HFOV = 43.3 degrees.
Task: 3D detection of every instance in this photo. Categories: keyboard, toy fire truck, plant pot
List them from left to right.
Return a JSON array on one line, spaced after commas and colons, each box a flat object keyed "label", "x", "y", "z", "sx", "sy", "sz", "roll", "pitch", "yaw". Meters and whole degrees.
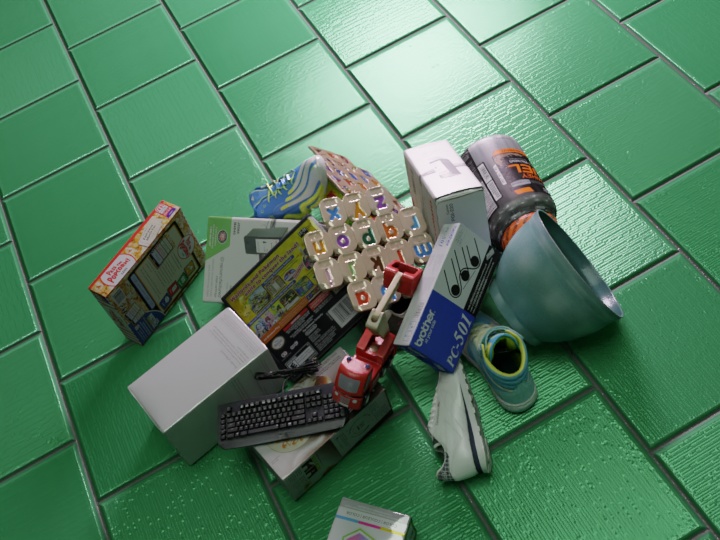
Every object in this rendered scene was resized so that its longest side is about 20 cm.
[{"label": "keyboard", "x": -0.115, "y": 0.190, "z": 1.338, "sx": 0.198, "sy": 0.021, "sz": 0.128, "roll": -12, "pitch": 51, "yaw": 7}, {"label": "toy fire truck", "x": 0.025, "y": 0.090, "z": 1.311, "sx": 0.048, "sy": 0.142, "sz": 0.200, "roll": 20, "pitch": 37, "yaw": 15}, {"label": "plant pot", "x": 0.278, "y": 0.028, "z": 1.363, "sx": 0.134, "sy": 0.200, "sz": 0.201, "roll": -39, "pitch": 50, "yaw": 18}]

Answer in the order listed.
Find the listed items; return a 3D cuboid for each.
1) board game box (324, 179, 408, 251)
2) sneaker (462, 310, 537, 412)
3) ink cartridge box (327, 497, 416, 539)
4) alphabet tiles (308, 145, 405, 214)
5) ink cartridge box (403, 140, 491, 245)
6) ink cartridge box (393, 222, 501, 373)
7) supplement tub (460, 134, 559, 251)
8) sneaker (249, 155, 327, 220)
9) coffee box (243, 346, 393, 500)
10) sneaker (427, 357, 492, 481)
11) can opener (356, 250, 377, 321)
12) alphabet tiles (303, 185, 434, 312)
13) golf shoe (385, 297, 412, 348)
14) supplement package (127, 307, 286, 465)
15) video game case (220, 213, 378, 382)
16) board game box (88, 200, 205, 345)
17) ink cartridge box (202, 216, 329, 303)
[{"label": "board game box", "x": -0.006, "y": -0.103, "z": 1.561, "sx": 0.200, "sy": 0.101, "sz": 0.048, "roll": 50, "pitch": 119, "yaw": 40}, {"label": "sneaker", "x": 0.194, "y": 0.102, "z": 1.351, "sx": 0.079, "sy": 0.131, "sz": 0.200, "roll": -31, "pitch": 53, "yaw": -7}, {"label": "ink cartridge box", "x": -0.005, "y": 0.418, "z": 1.218, "sx": 0.103, "sy": 0.059, "sz": 0.201, "roll": 10, "pitch": 58, "yaw": 21}, {"label": "alphabet tiles", "x": -0.007, "y": -0.154, "z": 1.588, "sx": 0.200, "sy": 0.167, "sz": 0.008, "roll": 48, "pitch": 114, "yaw": 36}, {"label": "ink cartridge box", "x": 0.140, "y": -0.104, "z": 1.468, "sx": 0.084, "sy": 0.147, "sz": 0.200, "roll": -15, "pitch": 31, "yaw": -3}, {"label": "ink cartridge box", "x": 0.130, "y": 0.040, "z": 1.342, "sx": 0.044, "sy": 0.094, "sz": 0.201, "roll": -1, "pitch": 61, "yaw": 58}, {"label": "supplement tub", "x": 0.246, "y": -0.120, "z": 1.505, "sx": 0.122, "sy": 0.123, "sz": 0.201, "roll": -21, "pitch": 53, "yaw": -1}, {"label": "sneaker", "x": -0.128, "y": -0.126, "z": 1.542, "sx": 0.104, "sy": 0.200, "sz": 0.076, "roll": -5, "pitch": 64, "yaw": -25}, {"label": "coffee box", "x": -0.063, "y": 0.227, "z": 1.359, "sx": 0.200, "sy": 0.080, "sz": 0.114, "roll": -39, "pitch": 54, "yaw": -14}, {"label": "sneaker", "x": 0.133, "y": 0.210, "z": 1.330, "sx": 0.080, "sy": 0.077, "sz": 0.201, "roll": -19, "pitch": 50, "yaw": 13}, {"label": "can opener", "x": 0.000, "y": 0.000, "z": 1.509, "sx": 0.078, "sy": 0.064, "sz": 0.201, "roll": -15, "pitch": 44, "yaw": 3}, {"label": "alphabet tiles", "x": 0.016, "y": -0.035, "z": 1.423, "sx": 0.198, "sy": 0.015, "sz": 0.197, "roll": -15, "pitch": 69, "yaw": -15}, {"label": "golf shoe", "x": 0.108, "y": 0.038, "z": 1.450, "sx": 0.200, "sy": 0.088, "sz": 0.077, "roll": -42, "pitch": 54, "yaw": -18}, {"label": "supplement package", "x": -0.236, "y": 0.180, "z": 1.416, "sx": 0.200, "sy": 0.117, "sz": 0.117, "roll": -39, "pitch": 55, "yaw": -15}, {"label": "video game case", "x": -0.093, "y": 0.044, "z": 1.442, "sx": 0.200, "sy": 0.025, "sz": 0.181, "roll": -43, "pitch": 81, "yaw": 6}, {"label": "board game box", "x": -0.356, "y": 0.005, "z": 1.554, "sx": 0.046, "sy": 0.152, "sz": 0.201, "roll": 21, "pitch": 61, "yaw": 27}, {"label": "ink cartridge box", "x": -0.154, "y": -0.012, "z": 1.520, "sx": 0.198, "sy": 0.084, "sz": 0.147, "roll": 3, "pitch": 88, "yaw": 17}]
